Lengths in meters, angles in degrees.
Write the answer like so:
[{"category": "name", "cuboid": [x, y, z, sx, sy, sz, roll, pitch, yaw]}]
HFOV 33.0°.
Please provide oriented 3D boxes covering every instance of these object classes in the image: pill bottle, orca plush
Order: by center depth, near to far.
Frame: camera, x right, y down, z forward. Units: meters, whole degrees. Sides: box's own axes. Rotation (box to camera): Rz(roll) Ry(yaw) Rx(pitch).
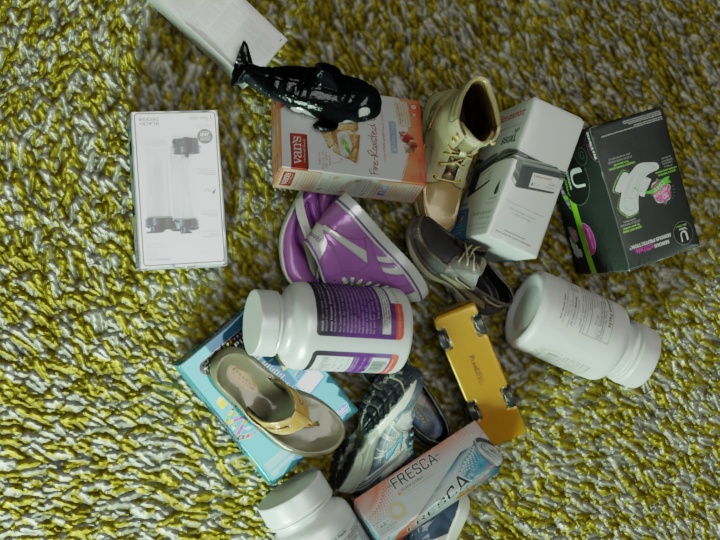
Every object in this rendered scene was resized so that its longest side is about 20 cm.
[{"category": "pill bottle", "cuboid": [-0.043, 0.071, 1.540, 0.199, 0.111, 0.112, 5, 87, -23]}, {"category": "orca plush", "cuboid": [-0.061, -0.249, 1.556, 0.199, 0.071, 0.106, 26, 57, -5]}, {"category": "pill bottle", "cuboid": [-0.043, 0.366, 1.575, 0.113, 0.113, 0.201, -32, 97, -16]}, {"category": "pill bottle", "cuboid": [0.312, 0.088, 1.695, 0.199, 0.114, 0.115, 23, 82, -15]}]

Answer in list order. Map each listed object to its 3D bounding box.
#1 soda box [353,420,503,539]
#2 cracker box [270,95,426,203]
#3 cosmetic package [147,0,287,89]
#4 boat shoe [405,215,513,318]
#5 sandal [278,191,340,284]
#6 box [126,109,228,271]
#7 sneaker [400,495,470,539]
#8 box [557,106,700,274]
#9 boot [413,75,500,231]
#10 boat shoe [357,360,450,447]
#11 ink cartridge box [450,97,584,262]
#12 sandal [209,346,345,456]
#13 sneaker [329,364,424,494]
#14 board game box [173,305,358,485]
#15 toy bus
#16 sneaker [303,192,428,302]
[{"category": "soda box", "cuboid": [0.088, 0.284, 1.601, 0.199, 0.064, 0.069, -31, 68, -14]}, {"category": "cracker box", "cuboid": [-0.017, -0.168, 1.606, 0.199, 0.058, 0.135, 5, 62, -17]}, {"category": "cosmetic package", "cuboid": [-0.197, -0.336, 1.584, 0.200, 0.051, 0.083, 43, 79, -12]}, {"category": "boat shoe", "cuboid": [0.139, -0.012, 1.635, 0.200, 0.073, 0.075, 42, 49, -34]}, {"category": "sandal", "cuboid": [-0.056, -0.072, 1.618, 0.082, 0.050, 0.204, 16, 81, -16]}, {"category": "box", "cuboid": [-0.236, -0.101, 1.559, 0.116, 0.060, 0.202, -5, 89, -18]}, {"category": "sneaker", "cuboid": [0.075, 0.380, 1.635, 0.084, 0.075, 0.201, 25, 71, -16]}, {"category": "box", "cuboid": [0.361, -0.107, 1.699, 0.124, 0.148, 0.201, -17, 93, -19]}, {"category": "boot", "cuboid": [0.129, -0.151, 1.624, 0.072, 0.155, 0.202, 8, 86, -17]}, {"category": "boat shoe", "cuboid": [0.056, 0.155, 1.643, 0.069, 0.057, 0.200, -40, 100, -14]}, {"category": "ink cartridge box", "cuboid": [0.210, -0.120, 1.654, 0.084, 0.145, 0.201, 23, 81, -15]}, {"category": "sandal", "cuboid": [-0.105, 0.170, 1.544, 0.200, 0.054, 0.081, 39, 78, -13]}, {"category": "sneaker", "cuboid": [0.037, 0.213, 1.611, 0.086, 0.078, 0.201, 20, 112, -27]}, {"category": "board game box", "cuboid": [-0.123, 0.154, 1.592, 0.151, 0.047, 0.200, -39, 99, -15]}, {"category": "toy bus", "cuboid": [0.162, 0.138, 1.654, 0.065, 0.078, 0.201, -22, 99, 6]}, {"category": "sneaker", "cuboid": [0.000, 0.000, 1.613, 0.114, 0.073, 0.200, -48, 121, -5]}]
